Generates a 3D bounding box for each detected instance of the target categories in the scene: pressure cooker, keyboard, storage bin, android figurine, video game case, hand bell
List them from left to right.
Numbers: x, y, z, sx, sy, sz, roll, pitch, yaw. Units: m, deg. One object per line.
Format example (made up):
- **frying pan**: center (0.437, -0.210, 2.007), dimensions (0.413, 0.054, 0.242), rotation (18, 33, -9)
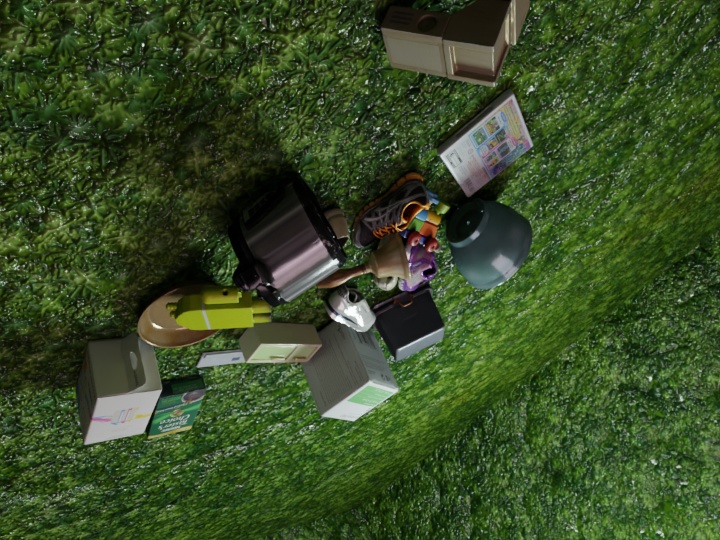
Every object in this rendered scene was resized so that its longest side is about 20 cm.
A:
- **android figurine**: center (-0.265, 0.075, 1.039), dimensions (0.192, 0.043, 0.183), rotation (-1, 158, -9)
- **keyboard**: center (-0.306, 0.213, 1.357), dimensions (0.195, 0.011, 0.056), rotation (1, 142, -41)
- **pressure cooker**: center (-0.140, -0.037, 0.965), dimensions (0.196, 0.182, 0.176), rotation (-32, 153, 4)
- **hand bell**: center (0.000, 0.000, 1.160), dimensions (0.193, 0.107, 0.105), rotation (-18, 149, -4)
- **storage bin**: center (0.138, 0.144, 1.515), dimensions (0.194, 0.137, 0.147), rotation (-24, 150, -11)
- **video game case**: center (0.264, -0.257, 1.148), dimensions (0.180, 0.024, 0.199), rotation (-38, 148, 12)

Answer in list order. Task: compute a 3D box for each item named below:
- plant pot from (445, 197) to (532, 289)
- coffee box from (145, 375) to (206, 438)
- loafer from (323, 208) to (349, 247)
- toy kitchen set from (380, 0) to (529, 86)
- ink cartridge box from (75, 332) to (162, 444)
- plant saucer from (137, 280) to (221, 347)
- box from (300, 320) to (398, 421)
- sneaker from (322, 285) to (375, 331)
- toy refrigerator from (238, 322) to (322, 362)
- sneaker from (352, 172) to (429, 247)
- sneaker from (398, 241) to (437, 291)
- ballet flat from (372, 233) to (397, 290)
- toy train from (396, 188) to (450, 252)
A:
- **plant pot**: center (0.281, -0.081, 1.280), dimensions (0.133, 0.203, 0.200), rotation (34, 116, -28)
- **coffee box**: center (-0.464, 0.343, 1.373), dimensions (0.120, 0.045, 0.202), rotation (-4, 141, -37)
- **loafer**: center (-0.076, -0.036, 1.131), dimensions (0.073, 0.070, 0.203), rotation (-9, 144, -30)
- **toy kitchen set**: center (0.140, -0.410, 0.770), dimensions (0.206, 0.175, 0.164), rotation (-66, 158, -15)
- **ink cartridge box**: center (-0.488, 0.231, 1.106), dimensions (0.122, 0.131, 0.202), rotation (-1, 139, -38)
- **plant saucer**: center (-0.348, 0.081, 1.098), dimensions (0.194, 0.036, 0.203), rotation (-23, 148, -14)
- **box**: center (-0.035, 0.268, 1.480), dimensions (0.169, 0.204, 0.198), rotation (-34, 151, 14)
- **sneaker**: center (-0.009, 0.094, 1.382), dimensions (0.081, 0.077, 0.198), rotation (-47, 148, 13)
- **toy refrigerator**: center (-0.192, 0.180, 1.344), dimensions (0.196, 0.071, 0.076), rotation (9, 133, -48)
- **sneaker**: center (0.061, -0.110, 1.133), dimensions (0.199, 0.079, 0.077), rotation (-42, 149, 23)
- **sneaker**: center (0.142, 0.001, 1.325), dimensions (0.202, 0.086, 0.082), rotation (83, 30, -63)
- **ballet flat**: center (0.056, -0.002, 1.291), dimensions (0.067, 0.070, 0.204), rotation (-19, 143, -16)
- **toy train**: center (0.161, -0.111, 1.227), dimensions (0.197, 0.085, 0.118), rotation (14, 116, -50)
